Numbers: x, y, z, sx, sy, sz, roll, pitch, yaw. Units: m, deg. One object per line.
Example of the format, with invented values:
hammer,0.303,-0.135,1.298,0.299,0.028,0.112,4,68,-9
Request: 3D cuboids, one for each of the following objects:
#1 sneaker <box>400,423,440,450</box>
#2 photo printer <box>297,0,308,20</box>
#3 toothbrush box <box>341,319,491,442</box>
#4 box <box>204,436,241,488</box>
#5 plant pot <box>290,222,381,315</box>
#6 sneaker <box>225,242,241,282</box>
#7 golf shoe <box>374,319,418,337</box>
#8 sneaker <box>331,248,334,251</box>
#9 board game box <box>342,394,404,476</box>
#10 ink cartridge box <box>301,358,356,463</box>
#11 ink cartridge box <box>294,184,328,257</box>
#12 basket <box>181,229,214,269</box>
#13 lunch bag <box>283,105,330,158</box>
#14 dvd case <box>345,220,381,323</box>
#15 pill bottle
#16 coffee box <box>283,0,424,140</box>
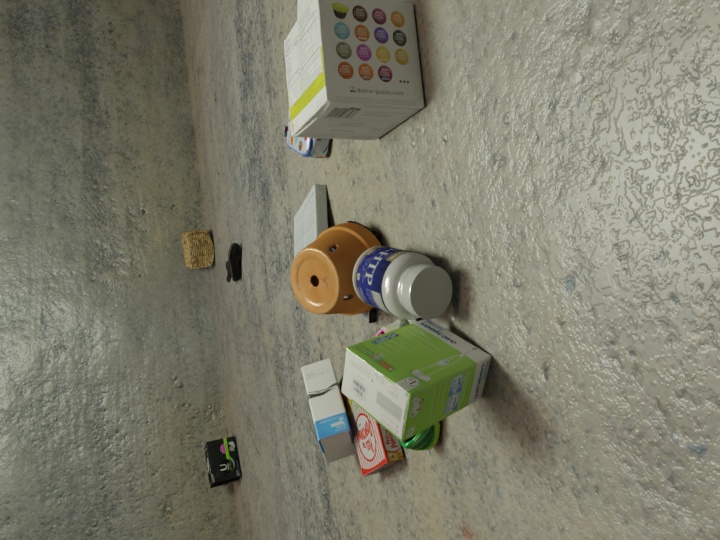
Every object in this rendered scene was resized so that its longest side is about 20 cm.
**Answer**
sneaker,0.105,0.240,1.022,0.074,0.082,0.205,5,98,64
photo printer,-0.097,-0.631,1.316,0.199,0.068,0.170,-146,55,-59
toothbrush box,0.089,0.165,0.876,0.144,0.197,0.088,28,122,40
box,-0.690,0.955,2.737,0.125,0.146,0.204,124,134,-54
plant pot,-0.057,0.007,1.172,0.197,0.139,0.205,10,106,35
sneaker,-0.560,-0.033,2.401,0.104,0.059,0.204,32,126,54
golf shoe,0.052,0.157,1.113,0.076,0.090,0.201,67,150,30
sneaker,-0.081,-0.024,1.371,0.200,0.070,0.074,-151,74,-76
board game box,0.024,0.348,1.251,0.152,0.045,0.204,124,135,-53
ink cartridge box,-0.079,0.345,1.360,0.146,0.082,0.202,81,171,-51
ink cartridge box,-0.136,-0.097,1.489,0.196,0.042,0.204,138,133,-58
basket,-0.865,-0.115,2.930,0.148,0.140,0.205,4,103,61
lunch bag,-0.140,-0.389,1.445,0.200,0.074,0.164,40,128,55
dvd case,0.000,0.000,1.271,0.150,0.024,0.205,31,122,59
pill bottle,0.076,0.024,1.005,0.199,0.117,0.123,16,109,62
coffee box,-0.020,-0.379,1.047,0.199,0.196,0.203,168,97,-65
